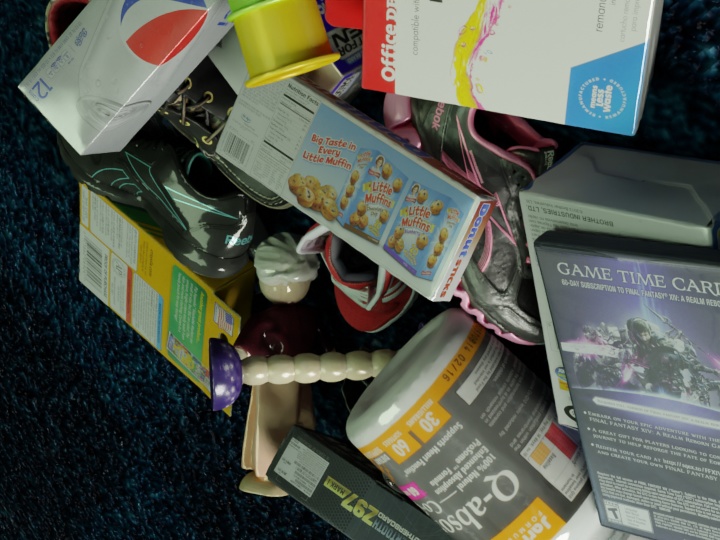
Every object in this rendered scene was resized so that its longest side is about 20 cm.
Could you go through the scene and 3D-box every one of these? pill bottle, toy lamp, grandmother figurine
[{"bbox_3d":[0.096,0.130,1.014,0.200,0.117,0.116,43,145,-4],"label":"pill bottle"},{"bbox_3d":[-0.007,0.066,1.087,0.058,0.198,0.059,176,90,-81],"label":"toy lamp"},{"bbox_3d":[-0.063,0.071,1.204,0.060,0.121,0.202,6,96,32],"label":"grandmother figurine"}]

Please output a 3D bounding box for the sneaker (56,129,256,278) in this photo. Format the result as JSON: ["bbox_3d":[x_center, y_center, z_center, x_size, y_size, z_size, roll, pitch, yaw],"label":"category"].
[{"bbox_3d":[-0.156,-0.081,1.217,0.199,0.075,0.080,36,127,17],"label":"sneaker"}]

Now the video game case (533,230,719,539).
[{"bbox_3d":[0.178,0.076,0.878,0.142,0.019,0.202,9,123,44],"label":"video game case"}]

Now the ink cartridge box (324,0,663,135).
[{"bbox_3d":[0.065,-0.154,0.850,0.198,0.067,0.117,11,130,13],"label":"ink cartridge box"}]

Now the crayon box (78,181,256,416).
[{"bbox_3d":[-0.154,0.012,1.288,0.200,0.051,0.126,39,142,25],"label":"crayon box"}]

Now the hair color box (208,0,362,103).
[{"bbox_3d":[-0.073,-0.194,1.056,0.200,0.065,0.109,52,144,4],"label":"hair color box"}]

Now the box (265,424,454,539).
[{"bbox_3d":[0.045,0.194,1.159,0.199,0.051,0.157,31,-178,31],"label":"box"}]

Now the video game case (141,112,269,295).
[{"bbox_3d":[-0.156,-0.062,1.298,0.182,0.023,0.201,-17,103,54],"label":"video game case"}]

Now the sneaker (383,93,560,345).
[{"bbox_3d":[0.093,-0.045,0.977,0.095,0.079,0.201,-17,106,42],"label":"sneaker"}]

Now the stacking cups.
[{"bbox_3d":[-0.067,-0.211,0.902,0.060,0.060,0.202,-14,93,54],"label":"stacking cups"}]

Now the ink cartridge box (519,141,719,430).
[{"bbox_3d":[0.180,0.035,0.922,0.136,0.076,0.202,15,126,43],"label":"ink cartridge box"}]

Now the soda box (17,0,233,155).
[{"bbox_3d":[-0.123,-0.165,0.979,0.063,0.068,0.200,46,103,6],"label":"soda box"}]

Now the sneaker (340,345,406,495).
[{"bbox_3d":[0.080,0.128,1.127,0.198,0.105,0.060,20,120,-8],"label":"sneaker"}]

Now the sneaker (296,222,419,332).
[{"bbox_3d":[0.000,0.000,1.076,0.071,0.112,0.201,36,142,11],"label":"sneaker"}]

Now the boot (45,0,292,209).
[{"bbox_3d":[-0.129,-0.123,1.099,0.073,0.150,0.201,-39,80,22],"label":"boot"}]

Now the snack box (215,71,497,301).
[{"bbox_3d":[-0.008,-0.061,0.976,0.199,0.024,0.072,35,108,30],"label":"snack box"}]
